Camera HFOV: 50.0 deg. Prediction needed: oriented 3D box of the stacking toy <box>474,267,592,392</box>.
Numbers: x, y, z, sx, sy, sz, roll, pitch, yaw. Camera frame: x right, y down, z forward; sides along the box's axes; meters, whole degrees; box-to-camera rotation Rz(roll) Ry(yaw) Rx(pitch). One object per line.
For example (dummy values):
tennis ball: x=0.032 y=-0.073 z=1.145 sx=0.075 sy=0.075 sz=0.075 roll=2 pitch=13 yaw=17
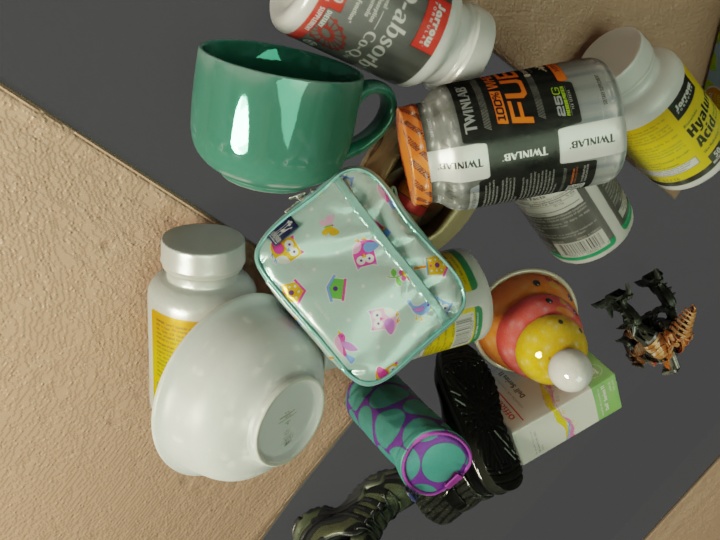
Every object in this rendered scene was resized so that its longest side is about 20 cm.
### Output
stacking toy: x=0.231 y=0.092 z=0.939 sx=0.146 sy=0.200 sz=0.147 roll=-3 pitch=109 yaw=-9

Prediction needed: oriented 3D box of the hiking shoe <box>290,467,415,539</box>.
hiking shoe: x=0.011 y=0.345 z=1.040 sx=0.200 sy=0.101 sz=0.076 roll=-26 pitch=123 yaw=-9

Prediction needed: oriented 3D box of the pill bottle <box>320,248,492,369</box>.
pill bottle: x=0.039 y=0.049 z=0.887 sx=0.199 sy=0.113 sz=0.113 roll=-14 pitch=120 yaw=-17

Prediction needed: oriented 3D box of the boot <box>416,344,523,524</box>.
boot: x=0.113 y=0.215 z=1.015 sx=0.079 sy=0.212 sz=0.158 roll=2 pitch=151 yaw=-34

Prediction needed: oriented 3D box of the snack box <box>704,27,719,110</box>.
snack box: x=0.507 y=-0.240 z=0.898 sx=0.067 sy=0.200 sz=0.169 roll=-6 pitch=116 yaw=-20

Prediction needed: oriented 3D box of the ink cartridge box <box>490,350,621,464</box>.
ink cartridge box: x=0.231 y=0.178 z=1.040 sx=0.200 sy=0.117 sz=0.067 roll=-28 pitch=124 yaw=-8

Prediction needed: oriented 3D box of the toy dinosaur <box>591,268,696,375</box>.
toy dinosaur: x=0.405 y=0.073 z=1.046 sx=0.102 sy=0.136 sz=0.200 roll=-19 pitch=165 yaw=-30

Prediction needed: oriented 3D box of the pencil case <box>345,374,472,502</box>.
pencil case: x=0.051 y=0.190 z=0.920 sx=0.085 sy=0.200 sz=0.093 roll=-34 pitch=113 yaw=-9

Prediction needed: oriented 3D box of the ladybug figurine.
ladybug figurine: x=0.064 y=-0.100 z=0.846 sx=0.136 sy=0.072 sz=0.200 roll=34 pitch=101 yaw=-17

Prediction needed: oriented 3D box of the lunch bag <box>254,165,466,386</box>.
lunch bag: x=0.000 y=0.000 z=0.773 sx=0.160 sy=0.077 sz=0.200 roll=-39 pitch=93 yaw=-1

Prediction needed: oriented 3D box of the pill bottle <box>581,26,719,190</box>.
pill bottle: x=0.343 y=-0.190 z=0.906 sx=0.200 sy=0.111 sz=0.111 roll=33 pitch=99 yaw=-32

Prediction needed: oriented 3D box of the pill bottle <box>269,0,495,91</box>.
pill bottle: x=0.024 y=-0.246 z=0.738 sx=0.200 sy=0.116 sz=0.116 roll=17 pitch=108 yaw=-29

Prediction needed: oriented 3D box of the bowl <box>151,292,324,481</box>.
bowl: x=-0.100 y=0.131 z=0.767 sx=0.201 sy=0.090 sz=0.202 roll=-30 pitch=131 yaw=-41

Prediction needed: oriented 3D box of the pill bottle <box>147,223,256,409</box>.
pill bottle: x=-0.166 y=0.058 z=0.812 sx=0.112 sy=0.113 sz=0.201 roll=-4 pitch=116 yaw=-21

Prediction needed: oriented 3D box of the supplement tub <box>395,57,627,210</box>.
supplement tub: x=0.140 y=-0.127 z=0.742 sx=0.199 sy=0.123 sz=0.123 roll=-12 pitch=120 yaw=-1

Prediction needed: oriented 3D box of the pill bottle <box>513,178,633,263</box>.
pill bottle: x=0.228 y=-0.109 z=0.896 sx=0.113 sy=0.113 sz=0.200 roll=-42 pitch=124 yaw=1

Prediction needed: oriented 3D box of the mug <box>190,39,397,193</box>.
mug: x=-0.066 y=-0.137 z=0.723 sx=0.184 sy=0.152 sz=0.115 roll=14 pitch=114 yaw=3
